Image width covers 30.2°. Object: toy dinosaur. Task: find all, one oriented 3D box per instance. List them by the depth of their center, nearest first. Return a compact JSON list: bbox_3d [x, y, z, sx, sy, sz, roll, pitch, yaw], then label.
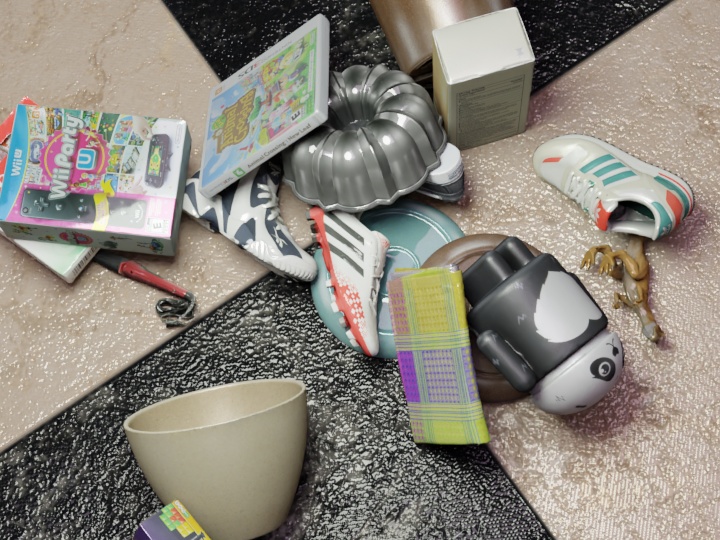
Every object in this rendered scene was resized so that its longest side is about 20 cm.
[{"bbox_3d":[0.316,-0.008,1.552,0.106,0.060,0.200,16,65,-24],"label":"toy dinosaur"}]

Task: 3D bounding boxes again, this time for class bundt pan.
[{"bbox_3d":[-0.005,-0.164,1.538,0.202,0.076,0.202,-9,47,10],"label":"bundt pan"}]

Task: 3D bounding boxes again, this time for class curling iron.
[{"bbox_3d":[-0.280,0.007,1.592,0.200,0.026,0.050,31,73,13],"label":"curling iron"}]

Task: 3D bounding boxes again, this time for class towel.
[{"bbox_3d":[0.084,0.091,1.461,0.023,0.144,0.200,-10,90,-30],"label":"towel"}]

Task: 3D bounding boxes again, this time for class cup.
[{"bbox_3d":[-0.144,0.212,1.445,0.200,0.200,0.143,-11,96,0],"label":"cup"}]

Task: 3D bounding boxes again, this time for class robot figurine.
[{"bbox_3d":[0.198,0.061,1.450,0.150,0.125,0.200,-38,83,-5],"label":"robot figurine"}]

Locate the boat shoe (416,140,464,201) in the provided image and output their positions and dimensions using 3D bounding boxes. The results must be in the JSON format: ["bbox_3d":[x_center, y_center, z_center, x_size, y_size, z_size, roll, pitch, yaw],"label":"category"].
[{"bbox_3d":[0.046,-0.138,1.597,0.200,0.068,0.072,27,61,34],"label":"boat shoe"}]

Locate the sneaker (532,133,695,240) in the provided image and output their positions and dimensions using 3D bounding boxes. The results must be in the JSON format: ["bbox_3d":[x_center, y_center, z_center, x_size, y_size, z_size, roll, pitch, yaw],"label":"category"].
[{"bbox_3d":[0.278,-0.093,1.536,0.200,0.070,0.093,25,43,23],"label":"sneaker"}]

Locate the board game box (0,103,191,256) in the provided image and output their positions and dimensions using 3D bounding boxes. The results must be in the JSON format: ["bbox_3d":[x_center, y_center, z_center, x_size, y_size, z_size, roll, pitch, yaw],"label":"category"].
[{"bbox_3d":[-0.306,-0.105,1.542,0.200,0.064,0.148,5,73,1],"label":"board game box"}]

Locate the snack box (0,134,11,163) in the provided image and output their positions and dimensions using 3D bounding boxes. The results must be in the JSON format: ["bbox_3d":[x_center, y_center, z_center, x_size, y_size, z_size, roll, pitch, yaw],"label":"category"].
[{"bbox_3d":[-0.410,-0.123,1.644,0.200,0.024,0.072,23,74,10],"label":"snack box"}]

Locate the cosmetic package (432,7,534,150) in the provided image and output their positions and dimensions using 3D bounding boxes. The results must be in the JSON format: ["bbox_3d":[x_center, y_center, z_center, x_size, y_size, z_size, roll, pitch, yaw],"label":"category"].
[{"bbox_3d":[0.140,-0.217,1.546,0.105,0.200,0.071,-15,72,-2],"label":"cosmetic package"}]

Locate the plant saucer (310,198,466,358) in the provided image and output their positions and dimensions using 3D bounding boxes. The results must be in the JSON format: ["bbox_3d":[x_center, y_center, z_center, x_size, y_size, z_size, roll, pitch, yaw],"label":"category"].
[{"bbox_3d":[0.039,0.004,1.572,0.200,0.027,0.200,-1,71,4],"label":"plant saucer"}]

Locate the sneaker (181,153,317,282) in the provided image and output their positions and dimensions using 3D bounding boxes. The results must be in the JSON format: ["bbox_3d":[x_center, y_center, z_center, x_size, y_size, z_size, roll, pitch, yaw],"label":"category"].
[{"bbox_3d":[-0.111,-0.082,1.581,0.199,0.079,0.130,32,85,23],"label":"sneaker"}]

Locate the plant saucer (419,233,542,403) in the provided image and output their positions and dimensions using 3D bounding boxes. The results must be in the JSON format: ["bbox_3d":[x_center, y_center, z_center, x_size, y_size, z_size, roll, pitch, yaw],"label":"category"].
[{"bbox_3d":[0.151,0.051,1.529,0.200,0.032,0.200,1,77,-4],"label":"plant saucer"}]

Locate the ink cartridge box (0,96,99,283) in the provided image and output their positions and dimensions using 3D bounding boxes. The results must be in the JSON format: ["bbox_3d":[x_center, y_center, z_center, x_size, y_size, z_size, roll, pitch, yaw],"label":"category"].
[{"bbox_3d":[-0.376,-0.104,1.595,0.200,0.050,0.161,35,76,6],"label":"ink cartridge box"}]

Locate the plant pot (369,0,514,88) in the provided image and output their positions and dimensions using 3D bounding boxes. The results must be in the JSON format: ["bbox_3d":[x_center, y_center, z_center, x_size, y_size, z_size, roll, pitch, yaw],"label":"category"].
[{"bbox_3d":[0.095,-0.339,1.605,0.200,0.200,0.198,-19,80,-2],"label":"plant pot"}]

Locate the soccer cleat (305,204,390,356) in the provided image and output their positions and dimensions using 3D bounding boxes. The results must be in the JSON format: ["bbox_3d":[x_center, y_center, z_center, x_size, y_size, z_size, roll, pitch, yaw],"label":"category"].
[{"bbox_3d":[0.000,0.000,1.528,0.085,0.069,0.200,-19,67,2],"label":"soccer cleat"}]

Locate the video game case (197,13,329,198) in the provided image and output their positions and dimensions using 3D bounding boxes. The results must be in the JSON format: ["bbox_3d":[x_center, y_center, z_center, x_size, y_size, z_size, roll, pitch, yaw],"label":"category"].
[{"bbox_3d":[-0.112,-0.194,1.558,0.182,0.022,0.200,-31,36,25],"label":"video game case"}]

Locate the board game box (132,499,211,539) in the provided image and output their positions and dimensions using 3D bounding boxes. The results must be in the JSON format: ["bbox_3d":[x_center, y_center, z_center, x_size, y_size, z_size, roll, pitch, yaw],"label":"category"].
[{"bbox_3d":[-0.170,0.364,1.394,0.057,0.165,0.200,-30,69,-37],"label":"board game box"}]
